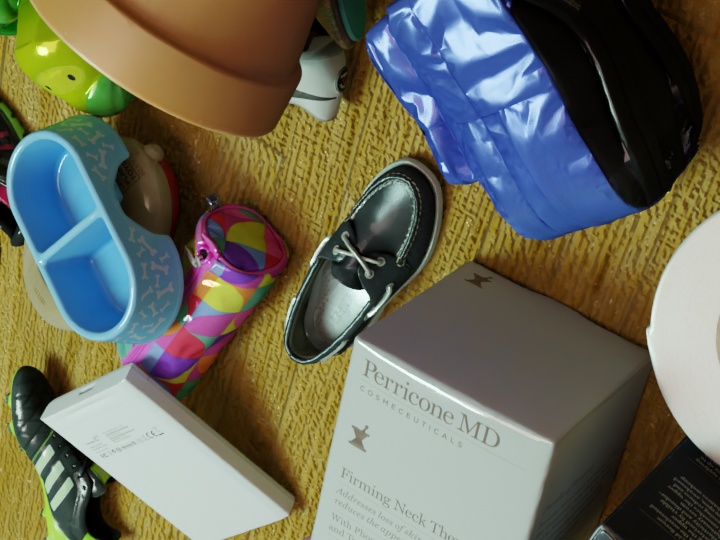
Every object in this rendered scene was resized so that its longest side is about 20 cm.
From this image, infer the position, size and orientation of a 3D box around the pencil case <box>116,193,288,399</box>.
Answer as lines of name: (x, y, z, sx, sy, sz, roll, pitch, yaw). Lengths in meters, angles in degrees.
pencil case: (-0.138, 0.028, 1.302, 0.088, 0.088, 0.200, 45, 131, 11)

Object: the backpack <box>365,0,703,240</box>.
backpack: (0.118, -0.125, 0.998, 0.167, 0.163, 0.201, -22, 109, 50)

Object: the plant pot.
plant pot: (-0.105, -0.205, 1.027, 0.200, 0.200, 0.140, 41, 113, 14)

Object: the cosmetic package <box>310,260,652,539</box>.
cosmetic package: (0.086, 0.134, 1.128, 0.167, 0.166, 0.201, 27, 123, 25)

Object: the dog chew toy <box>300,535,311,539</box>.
dog chew toy: (-0.035, 0.317, 1.337, 0.124, 0.124, 0.201, 37, 136, 17)

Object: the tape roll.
tape roll: (0.286, 0.044, 0.996, 0.201, 0.037, 0.205, 6, 104, 26)

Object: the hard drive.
hard drive: (-0.170, 0.167, 1.367, 0.131, 0.027, 0.200, -25, 121, 41)

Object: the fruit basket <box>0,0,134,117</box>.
fruit basket: (-0.263, -0.220, 1.255, 0.214, 0.155, 0.218, 4, 95, 41)

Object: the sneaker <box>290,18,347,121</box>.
sneaker: (-0.101, -0.157, 1.196, 0.199, 0.074, 0.089, 14, 121, 28)

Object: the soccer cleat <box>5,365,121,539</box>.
soccer cleat: (-0.286, 0.184, 1.503, 0.080, 0.068, 0.202, -8, 107, 20)

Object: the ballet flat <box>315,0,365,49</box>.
ballet flat: (-0.038, -0.259, 1.105, 0.070, 0.071, 0.202, 4, 107, 35)

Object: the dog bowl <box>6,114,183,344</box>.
dog bowl: (-0.221, -0.031, 1.254, 0.111, 0.049, 0.201, -34, 79, 33)

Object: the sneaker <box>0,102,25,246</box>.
sneaker: (-0.344, -0.099, 1.397, 0.200, 0.084, 0.077, 42, 128, 14)

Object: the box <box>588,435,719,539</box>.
box: (0.209, 0.208, 1.046, 0.104, 0.200, 0.149, 40, 128, 15)

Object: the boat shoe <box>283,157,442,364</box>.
boat shoe: (0.000, 0.000, 1.200, 0.075, 0.060, 0.201, 38, 128, 17)

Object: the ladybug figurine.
ladybug figurine: (-0.216, -0.033, 1.327, 0.200, 0.072, 0.136, -47, 68, 31)
